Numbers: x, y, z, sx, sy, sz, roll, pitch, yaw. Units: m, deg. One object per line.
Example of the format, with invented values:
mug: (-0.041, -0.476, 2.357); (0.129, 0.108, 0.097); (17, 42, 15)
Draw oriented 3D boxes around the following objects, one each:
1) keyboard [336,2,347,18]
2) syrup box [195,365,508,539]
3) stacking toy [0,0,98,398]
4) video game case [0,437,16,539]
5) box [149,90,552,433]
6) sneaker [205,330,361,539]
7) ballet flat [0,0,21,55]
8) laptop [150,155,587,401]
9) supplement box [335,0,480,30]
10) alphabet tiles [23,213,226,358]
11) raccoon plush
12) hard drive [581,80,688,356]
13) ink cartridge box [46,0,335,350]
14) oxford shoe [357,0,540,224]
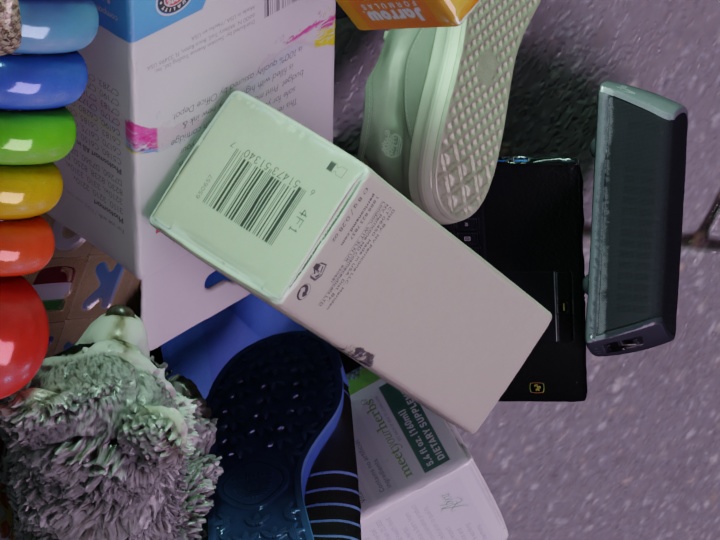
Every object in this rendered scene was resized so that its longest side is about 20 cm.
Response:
keyboard: (0.002, -0.184, 1.223); (0.104, 0.040, 0.200); (-37, 143, -25)
syrup box: (-0.039, 0.129, 1.369); (0.200, 0.079, 0.081); (-28, 142, -1)
stacking toy: (-0.140, -0.050, 1.078); (0.085, 0.085, 0.201); (-7, 108, -48)
video game case: (-0.155, 0.159, 1.218); (0.182, 0.022, 0.200); (60, 29, -47)
box: (0.000, 0.000, 1.217); (0.068, 0.082, 0.200); (-57, 147, -2)
sneaker: (-0.033, 0.114, 1.267); (0.070, 0.200, 0.078); (-7, 129, 10)
ballet flat: (-0.124, -0.170, 0.999); (0.075, 0.068, 0.201); (11, 85, -27)
laptop: (0.007, 0.041, 1.374); (0.177, 0.199, 0.103); (84, 8, -48)
supplement box: (-0.019, -0.181, 1.090); (0.200, 0.066, 0.069); (47, 64, -29)
alphabet tiles: (-0.110, -0.008, 1.277); (0.166, 0.006, 0.200); (-5, 124, -50)
raccoon plush: (-0.097, 0.114, 1.157); (0.096, 0.134, 0.201); (-10, 95, -3)
hard drive: (0.138, -0.024, 1.423); (0.200, 0.042, 0.135); (6, 88, -82)
ink cartridge box: (-0.072, -0.079, 1.190); (0.115, 0.068, 0.200); (-31, 139, -34)
oxford shoe: (0.042, -0.118, 1.296); (0.075, 0.058, 0.200); (32, 69, -51)
